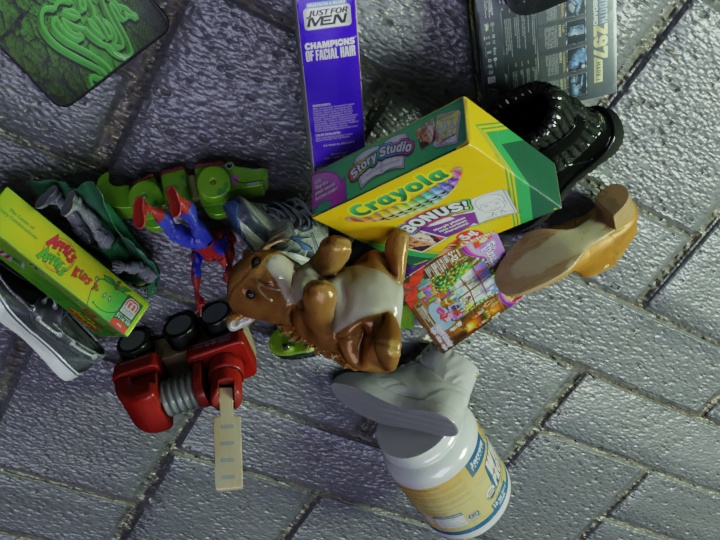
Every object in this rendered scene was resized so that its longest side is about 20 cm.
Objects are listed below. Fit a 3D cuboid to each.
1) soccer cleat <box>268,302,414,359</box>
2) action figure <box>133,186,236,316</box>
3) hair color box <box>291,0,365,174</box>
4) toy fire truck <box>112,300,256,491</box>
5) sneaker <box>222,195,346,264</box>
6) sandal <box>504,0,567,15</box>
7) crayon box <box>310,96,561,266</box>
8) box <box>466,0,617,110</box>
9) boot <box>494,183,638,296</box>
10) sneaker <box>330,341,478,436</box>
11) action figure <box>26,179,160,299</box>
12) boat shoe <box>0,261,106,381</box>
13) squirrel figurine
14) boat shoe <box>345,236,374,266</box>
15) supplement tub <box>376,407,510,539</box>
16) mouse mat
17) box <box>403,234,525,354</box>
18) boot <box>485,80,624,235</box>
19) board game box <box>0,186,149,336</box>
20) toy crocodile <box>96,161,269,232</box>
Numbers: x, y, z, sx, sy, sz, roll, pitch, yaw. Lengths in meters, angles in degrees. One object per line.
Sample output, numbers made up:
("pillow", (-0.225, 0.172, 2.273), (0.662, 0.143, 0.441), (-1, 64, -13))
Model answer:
("soccer cleat", (-0.021, 0.082, 1.189), (0.196, 0.068, 0.082), (-18, 140, 3))
("action figure", (-0.183, -0.014, 1.024), (0.064, 0.101, 0.200), (-13, 166, 11))
("hair color box", (-0.033, -0.207, 0.944), (0.063, 0.110, 0.203), (-8, 128, -3))
("toy fire truck", (-0.209, 0.166, 1.127), (0.172, 0.202, 0.130), (-17, 127, 3))
("sneaker", (-0.083, -0.054, 1.056), (0.085, 0.077, 0.199), (-46, 149, 9))
("sandal", (0.236, -0.306, 0.901), (0.197, 0.043, 0.077), (-27, 125, 7))
("crayon box", (0.076, -0.081, 0.932), (0.198, 0.060, 0.171), (-22, 151, 36))
("box", (0.194, -0.272, 0.974), (0.154, 0.051, 0.203), (-13, 126, 0))
("boot", (0.263, -0.015, 1.130), (0.200, 0.071, 0.144), (-37, 151, 3))
("sneaker", (0.065, 0.149, 1.246), (0.196, 0.117, 0.074), (11, 143, 28))
("action figure", (-0.286, -0.027, 1.041), (0.116, 0.055, 0.201), (16, 157, 31))
("boat shoe", (-0.380, 0.050, 1.093), (0.067, 0.072, 0.202), (-28, 123, 5))
("squirrel figurine", (-0.049, 0.041, 0.971), (0.182, 0.145, 0.201), (6, 157, -1))
("boat shoe", (0.000, 0.000, 1.094), (0.201, 0.060, 0.074), (-51, 158, 2))
("supplement tub", (0.118, 0.272, 1.300), (0.143, 0.146, 0.201), (-26, 127, 10))
("mouse mat", (-0.309, -0.275, 0.909), (0.159, 0.008, 0.200), (-32, 126, 13))
("box", (0.120, 0.014, 1.126), (0.136, 0.039, 0.200), (-35, 144, 2))
("boot", (0.178, -0.122, 1.017), (0.156, 0.080, 0.211), (1, 143, -45))
("board game box", (-0.341, -0.004, 1.024), (0.200, 0.101, 0.048), (44, 66, -24))
("toy crocodile", (-0.200, -0.091, 1.033), (0.195, 0.063, 0.068), (-11, 163, -1))
